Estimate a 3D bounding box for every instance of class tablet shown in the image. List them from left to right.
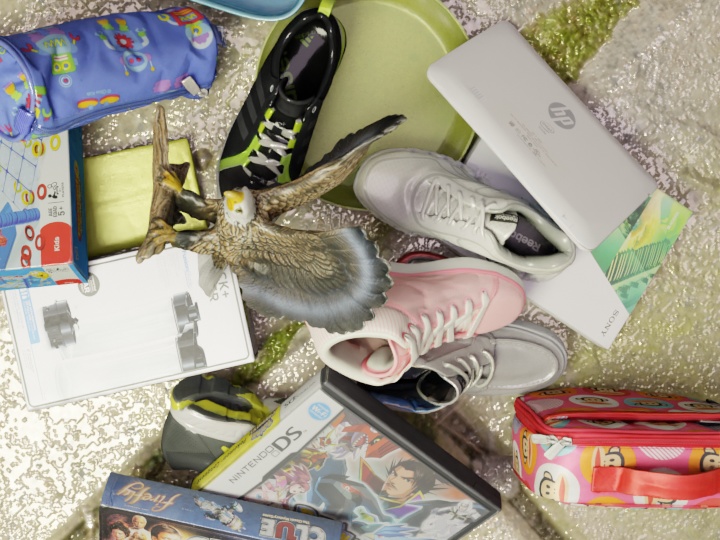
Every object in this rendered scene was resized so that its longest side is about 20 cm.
[{"bbox_3d":[0.155,-0.118,0.906,0.200,0.014,0.130,49,50,5],"label":"tablet"}]

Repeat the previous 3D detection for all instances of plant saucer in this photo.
[{"bbox_3d":[0.006,-0.154,0.941,0.197,0.031,0.203,0,94,-2],"label":"plant saucer"}]

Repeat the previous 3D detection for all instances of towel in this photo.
[{"bbox_3d":[-0.238,-0.055,0.944,0.197,0.018,0.087,-12,100,-3],"label":"towel"}]

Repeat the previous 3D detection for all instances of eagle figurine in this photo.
[{"bbox_3d":[-0.065,-0.039,0.808,0.197,0.151,0.154,2,111,4],"label":"eagle figurine"}]

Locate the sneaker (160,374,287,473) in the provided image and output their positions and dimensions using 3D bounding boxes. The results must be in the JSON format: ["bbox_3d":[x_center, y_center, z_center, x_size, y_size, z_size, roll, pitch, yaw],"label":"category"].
[{"bbox_3d":[-0.082,0.158,0.948,0.198,0.075,0.085,24,120,-11],"label":"sneaker"}]

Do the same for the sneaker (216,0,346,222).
[{"bbox_3d":[-0.069,-0.129,0.883,0.071,0.083,0.202,20,93,-3],"label":"sneaker"}]

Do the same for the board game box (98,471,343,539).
[{"bbox_3d":[-0.122,0.245,0.917,0.197,0.035,0.137,12,131,1],"label":"board game box"}]

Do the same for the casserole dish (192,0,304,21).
[{"bbox_3d":[-0.115,-0.279,0.908,0.197,0.039,0.123,19,88,6],"label":"casserole dish"}]

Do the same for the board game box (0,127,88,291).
[{"bbox_3d":[-0.329,-0.083,0.886,0.193,0.056,0.203,-6,75,-3],"label":"board game box"}]

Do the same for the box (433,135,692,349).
[{"bbox_3d":[0.173,-0.044,0.955,0.199,0.036,0.145,32,92,-6],"label":"box"}]

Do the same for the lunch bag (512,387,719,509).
[{"bbox_3d":[0.231,0.153,0.901,0.197,0.176,0.083,1,95,-4],"label":"lunch bag"}]

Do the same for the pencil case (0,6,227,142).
[{"bbox_3d":[-0.201,-0.158,0.858,0.199,0.078,0.087,-23,66,-41],"label":"pencil case"}]

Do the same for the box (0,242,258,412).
[{"bbox_3d":[-0.195,0.041,0.928,0.197,0.060,0.118,-11,92,-3],"label":"box"}]

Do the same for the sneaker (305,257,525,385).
[{"bbox_3d":[0.048,0.046,0.857,0.197,0.105,0.076,6,132,-19],"label":"sneaker"}]

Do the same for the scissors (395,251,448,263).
[{"bbox_3d":[0.000,0.000,0.962,0.197,0.014,0.074,19,95,-3],"label":"scissors"}]

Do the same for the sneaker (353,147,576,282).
[{"bbox_3d":[0.090,-0.049,0.895,0.198,0.081,0.076,20,95,-2],"label":"sneaker"}]

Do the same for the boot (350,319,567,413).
[{"bbox_3d":[0.084,0.090,0.923,0.197,0.096,0.075,0,111,0],"label":"boot"}]

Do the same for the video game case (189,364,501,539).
[{"bbox_3d":[-0.014,0.189,0.904,0.199,0.026,0.180,38,118,-20],"label":"video game case"}]
